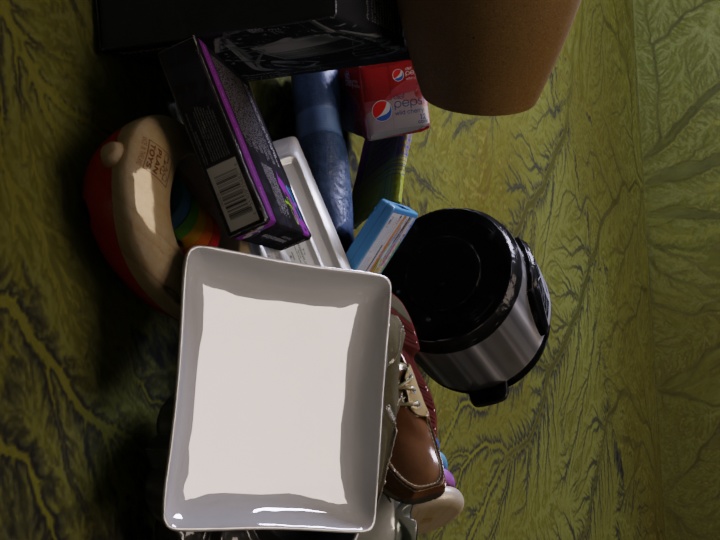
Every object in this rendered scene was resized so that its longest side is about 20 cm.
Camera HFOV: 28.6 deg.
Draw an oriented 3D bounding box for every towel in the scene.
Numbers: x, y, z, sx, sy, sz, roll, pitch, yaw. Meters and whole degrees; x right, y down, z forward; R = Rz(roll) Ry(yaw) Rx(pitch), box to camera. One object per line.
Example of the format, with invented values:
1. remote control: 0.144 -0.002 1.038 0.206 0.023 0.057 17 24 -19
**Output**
1. towel: 0.034 -0.145 1.454 0.143 0.023 0.202 147 -41 -66
2. towel: -0.035 -0.110 1.314 0.112 0.048 0.203 95 -9 -72

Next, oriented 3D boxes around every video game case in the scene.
1. video game case: 0.000 0.000 1.332 0.144 0.018 0.200 -58 173 5

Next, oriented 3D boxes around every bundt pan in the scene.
1. bundt pan: -0.088 0.158 1.105 0.200 0.075 0.205 3 86 -41

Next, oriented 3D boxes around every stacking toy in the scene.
1. stacking toy: 0.040 0.162 1.443 0.085 0.085 0.202 46 24 -58

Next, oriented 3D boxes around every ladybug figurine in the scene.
1. ladybug figurine: -0.148 -0.036 1.057 0.201 0.071 0.137 58 35 -51

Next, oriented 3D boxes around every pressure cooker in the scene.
1. pressure cooker: 0.122 0.041 1.597 0.177 0.178 0.200 -55 147 -10

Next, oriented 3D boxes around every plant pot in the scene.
1. plant pot: 0.099 -0.227 1.067 0.186 0.184 0.203 -49 145 -60

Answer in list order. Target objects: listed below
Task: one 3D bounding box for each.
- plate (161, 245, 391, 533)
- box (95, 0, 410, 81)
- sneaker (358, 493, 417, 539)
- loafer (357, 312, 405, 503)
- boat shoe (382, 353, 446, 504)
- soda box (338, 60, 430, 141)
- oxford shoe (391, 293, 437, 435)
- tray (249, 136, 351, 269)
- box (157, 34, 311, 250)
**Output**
1. plate: -0.064 0.093 1.058 0.198 0.032 0.203 9 83 -40
2. box: -0.074 -0.227 1.105 0.196 0.197 0.126 5 81 -68
3. sneaker: -0.008 0.172 1.291 0.201 0.087 0.075 -104 -159 -50
4. loafer: 0.007 0.124 1.186 0.069 0.075 0.202 -18 125 -51
5. boat shoe: 0.018 0.113 1.255 0.074 0.075 0.201 100 -31 -45
6. soda box: 0.011 -0.173 1.364 0.200 0.063 0.071 -141 -138 -73
7. oxford shoe: 0.025 0.123 1.406 0.070 0.074 0.202 36 36 -45
8. tray: -0.057 -0.013 1.197 0.106 0.022 0.202 -20 84 -31
9. box: -0.092 -0.090 1.087 0.200 0.036 0.145 15 53 -81
